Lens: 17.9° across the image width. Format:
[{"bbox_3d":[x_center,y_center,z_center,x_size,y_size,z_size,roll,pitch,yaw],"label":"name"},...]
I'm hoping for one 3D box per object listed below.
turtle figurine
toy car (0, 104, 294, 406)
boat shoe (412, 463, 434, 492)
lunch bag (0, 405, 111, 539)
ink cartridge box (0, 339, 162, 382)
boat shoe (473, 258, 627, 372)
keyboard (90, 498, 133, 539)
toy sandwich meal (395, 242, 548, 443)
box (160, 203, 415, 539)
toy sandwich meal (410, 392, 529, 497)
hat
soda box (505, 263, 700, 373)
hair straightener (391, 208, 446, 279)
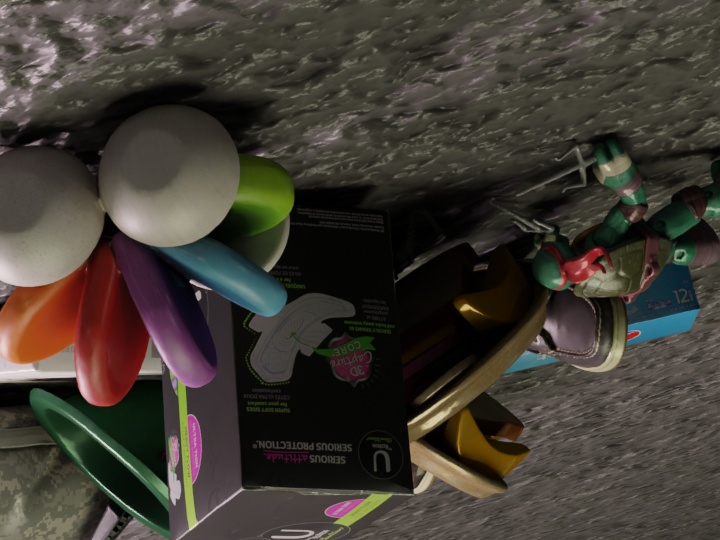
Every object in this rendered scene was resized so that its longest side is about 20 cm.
[{"bbox_3d":[0.177,-0.026,1.607,0.200,0.101,0.150,-10,164,-31],"label":"turtle figurine"},{"bbox_3d":[-0.129,0.001,1.347,0.200,0.150,0.175,-16,163,8],"label":"toy car"},{"bbox_3d":[0.045,0.156,2.127,0.065,0.073,0.200,4,155,-12],"label":"boat shoe"},{"bbox_3d":[-0.298,0.178,1.815,0.200,0.139,0.168,1,141,-48],"label":"lunch bag"},{"bbox_3d":[-0.228,0.058,1.674,0.161,0.050,0.200,2,176,-42],"label":"ink cartridge box"},{"bbox_3d":[0.132,0.032,1.693,0.065,0.073,0.200,2,-174,-22],"label":"boat shoe"},{"bbox_3d":[-0.165,0.159,1.874,0.127,0.021,0.200,-62,175,29],"label":"keyboard"},{"bbox_3d":[0.048,0.050,1.604,0.205,0.070,0.205,-38,-173,6],"label":"toy sandwich meal"},{"bbox_3d":[-0.054,0.073,1.527,0.124,0.200,0.149,5,157,-23],"label":"box"},{"bbox_3d":[0.057,0.118,1.906,0.070,0.205,0.205,-58,156,2],"label":"toy sandwich meal"},{"bbox_3d":[-0.129,0.095,1.738,0.176,0.166,0.200,-48,154,-17],"label":"hat"},{"bbox_3d":[0.166,0.033,1.835,0.200,0.064,0.068,-12,164,-3],"label":"soda box"},{"bbox_3d":[0.000,0.000,1.669,0.077,0.041,0.200,-34,175,-43],"label":"hair straightener"}]
